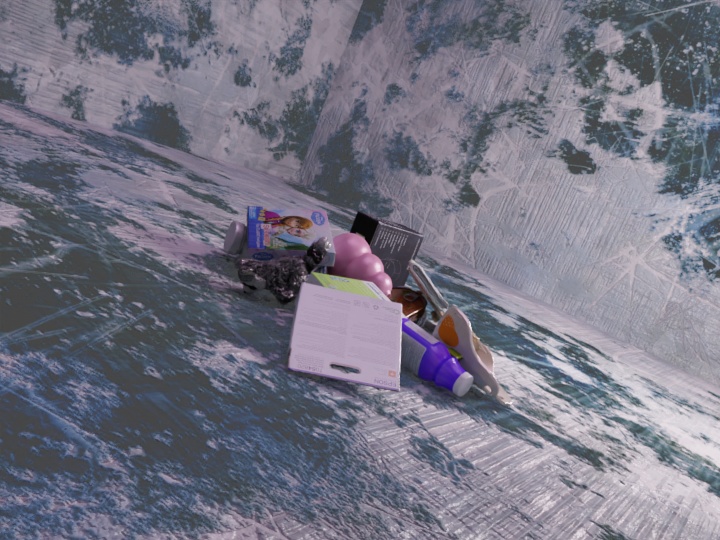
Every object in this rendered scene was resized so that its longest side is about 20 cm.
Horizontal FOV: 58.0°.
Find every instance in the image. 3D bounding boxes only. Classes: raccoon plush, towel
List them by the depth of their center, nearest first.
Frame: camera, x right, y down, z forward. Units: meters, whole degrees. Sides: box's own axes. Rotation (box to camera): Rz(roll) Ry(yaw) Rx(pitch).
[{"bbox_3d":[-0.175,-0.023,1.396,0.134,0.200,0.097,40,-15,-22],"label":"raccoon plush"},{"bbox_3d":[0.176,0.033,1.696,0.150,0.031,0.200,56,6,-2],"label":"towel"}]

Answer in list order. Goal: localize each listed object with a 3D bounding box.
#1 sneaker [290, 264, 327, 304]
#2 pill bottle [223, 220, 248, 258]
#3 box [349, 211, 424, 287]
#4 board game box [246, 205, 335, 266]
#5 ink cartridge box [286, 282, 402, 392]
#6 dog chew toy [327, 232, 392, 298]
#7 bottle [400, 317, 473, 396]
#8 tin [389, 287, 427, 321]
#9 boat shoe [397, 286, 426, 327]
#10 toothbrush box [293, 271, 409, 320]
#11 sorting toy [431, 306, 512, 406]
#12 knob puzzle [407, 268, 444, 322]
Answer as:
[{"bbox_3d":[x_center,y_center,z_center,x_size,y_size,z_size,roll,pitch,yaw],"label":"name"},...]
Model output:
[{"bbox_3d":[-0.117,0.022,1.509,0.082,0.074,0.200,-4,23,5],"label":"sneaker"},{"bbox_3d":[-0.238,-0.058,1.648,0.199,0.109,0.109,17,11,-27],"label":"pill bottle"},{"bbox_3d":[0.060,-0.053,1.993,0.196,0.201,0.124,14,12,-39],"label":"box"},{"bbox_3d":[-0.170,-0.084,1.544,0.198,0.041,0.200,2,34,-13],"label":"board game box"},{"bbox_3d":[-0.026,0.123,1.149,0.199,0.041,0.201,13,45,-7],"label":"ink cartridge box"},{"bbox_3d":[0.000,0.000,1.590,0.200,0.125,0.124,44,19,24],"label":"dog chew toy"},{"bbox_3d":[0.135,0.175,1.297,0.065,0.084,0.200,-17,39,-42],"label":"bottle"},{"bbox_3d":[0.084,0.094,1.608,0.112,0.042,0.200,32,31,27],"label":"tin"},{"bbox_3d":[0.111,0.091,1.749,0.068,0.072,0.200,19,18,-23],"label":"boat shoe"},{"bbox_3d":[-0.016,0.088,1.363,0.199,0.086,0.146,9,29,-48],"label":"toothbrush box"},{"bbox_3d":[0.238,0.199,1.339,0.180,0.107,0.200,47,-1,38],"label":"sorting toy"},{"bbox_3d":[0.181,0.081,1.754,0.220,0.030,0.220,54,6,-9],"label":"knob puzzle"}]
